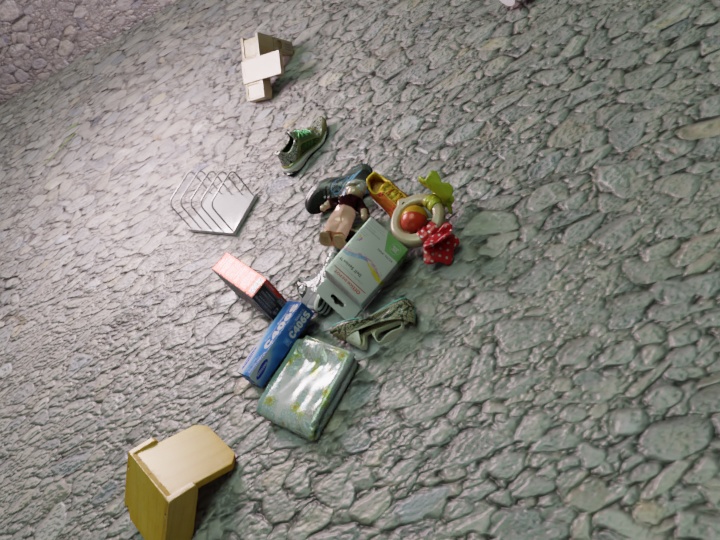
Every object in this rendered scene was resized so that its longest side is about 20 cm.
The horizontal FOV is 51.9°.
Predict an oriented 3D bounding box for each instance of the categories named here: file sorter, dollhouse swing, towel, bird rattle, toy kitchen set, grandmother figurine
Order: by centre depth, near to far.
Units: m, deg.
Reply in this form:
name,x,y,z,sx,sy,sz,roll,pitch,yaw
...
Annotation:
name,x,y,z,sx,sy,sz,roll,pitch,yaw
towel,-0.112,0.240,1.555,0.169,0.048,0.202,12,63,41
dollhouse swing,-0.377,0.457,1.569,0.198,0.173,0.186,25,112,44
bird rattle,0.143,-0.104,1.630,0.160,0.112,0.205,-6,68,29
grandmother figurine,-0.036,-0.139,1.722,0.119,0.061,0.202,19,52,10
file sorter,-0.419,-0.198,2.081,0.197,0.125,0.141,6,58,38
toy kitchen set,-0.267,-0.657,2.400,0.160,0.179,0.205,-5,92,35

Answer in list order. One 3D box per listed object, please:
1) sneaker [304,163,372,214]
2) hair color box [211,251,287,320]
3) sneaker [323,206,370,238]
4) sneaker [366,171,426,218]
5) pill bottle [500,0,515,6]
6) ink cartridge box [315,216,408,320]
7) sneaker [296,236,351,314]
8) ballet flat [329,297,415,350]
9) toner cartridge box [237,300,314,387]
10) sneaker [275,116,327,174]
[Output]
name,x,y,z,sx,sy,sz,roll,pitch,yaw
sneaker,-0.053,-0.195,1.859,0.197,0.073,0.083,-30,43,11
hair color box,-0.270,0.036,1.797,0.061,0.102,0.199,-48,44,-11
sneaker,-0.003,-0.116,1.759,0.198,0.067,0.091,17,71,46
sneaker,0.078,-0.163,1.734,0.073,0.077,0.199,-46,52,-10
pill bottle,0.451,-0.813,1.995,0.200,0.113,0.112,-47,43,-8
ink cartridge box,0.000,0.000,1.624,0.117,0.067,0.201,39,80,9
sneaker,-0.093,0.004,1.722,0.114,0.075,0.203,2,57,39
ballet flat,0.026,0.123,1.550,0.196,0.068,0.077,-21,61,16
toner cartridge box,-0.190,0.161,1.655,0.202,0.043,0.095,-55,20,-16
sneaker,-0.166,-0.366,2.070,0.076,0.089,0.202,17,66,42
